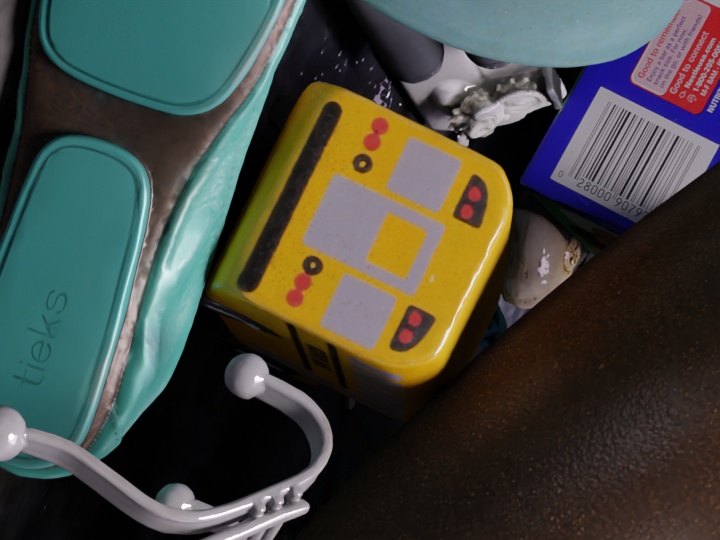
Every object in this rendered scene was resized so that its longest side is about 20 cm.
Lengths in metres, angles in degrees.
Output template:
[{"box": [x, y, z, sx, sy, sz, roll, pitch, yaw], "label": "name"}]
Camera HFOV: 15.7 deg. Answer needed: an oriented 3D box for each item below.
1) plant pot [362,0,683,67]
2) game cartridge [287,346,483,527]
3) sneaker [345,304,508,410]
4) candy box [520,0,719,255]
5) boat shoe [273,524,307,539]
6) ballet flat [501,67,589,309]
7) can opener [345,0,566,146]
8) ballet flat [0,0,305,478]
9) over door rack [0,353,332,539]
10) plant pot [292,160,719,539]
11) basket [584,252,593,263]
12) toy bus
[{"box": [0.061, -0.161, 0.662, 0.200, 0.200, 0.188, -43, 168, -46], "label": "plant pot"}, {"box": [0.000, 0.127, 0.880, 0.041, 0.133, 0.201, 17, 108, -25], "label": "game cartridge"}, {"box": [0.041, 0.035, 0.954, 0.078, 0.079, 0.201, -52, 153, -34], "label": "sneaker"}, {"box": [0.156, -0.066, 1.000, 0.170, 0.077, 0.200, -60, 155, -3], "label": "candy box"}, {"box": [-0.055, 0.146, 0.852, 0.201, 0.070, 0.072, -59, -156, 33], "label": "boat shoe"}, {"box": [0.111, -0.068, 1.049, 0.201, 0.057, 0.067, -59, 159, -21], "label": "ballet flat"}, {"box": [0.025, -0.092, 0.848, 0.200, 0.052, 0.067, 44, 37, -69], "label": "can opener"}, {"box": [-0.056, -0.044, 0.678, 0.070, 0.067, 0.201, -46, 158, -76], "label": "ballet flat"}, {"box": [-0.108, 0.106, 0.644, 0.200, 0.067, 0.148, -34, 163, -36], "label": "over door rack"}, {"box": [0.072, 0.087, 0.721, 0.199, 0.188, 0.187, -27, 151, -3], "label": "plant pot"}, {"box": [0.205, 0.018, 1.173, 0.123, 0.199, 0.137, -3, 114, -62], "label": "basket"}, {"box": [0.000, 0.000, 0.773, 0.200, 0.078, 0.065, 75, 40, -81], "label": "toy bus"}]
